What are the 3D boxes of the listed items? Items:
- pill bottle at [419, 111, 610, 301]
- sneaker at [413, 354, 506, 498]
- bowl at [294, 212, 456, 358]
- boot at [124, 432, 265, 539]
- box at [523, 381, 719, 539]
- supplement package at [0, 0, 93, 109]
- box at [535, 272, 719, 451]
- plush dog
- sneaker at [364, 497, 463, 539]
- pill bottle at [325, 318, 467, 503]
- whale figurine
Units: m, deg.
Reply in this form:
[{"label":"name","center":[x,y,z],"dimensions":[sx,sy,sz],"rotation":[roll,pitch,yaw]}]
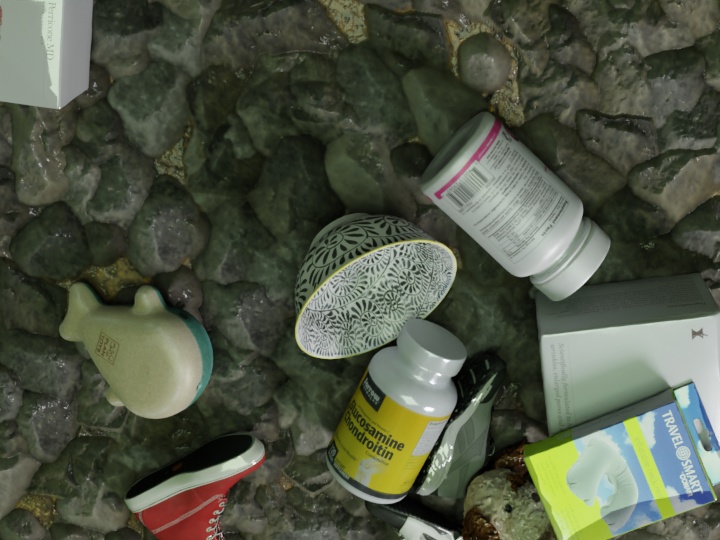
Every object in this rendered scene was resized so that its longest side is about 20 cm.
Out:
[{"label":"pill bottle","center":[0.171,-0.067,1.394],"dimensions":[0.200,0.114,0.113],"rotation":[42,107,-11]},{"label":"sneaker","center":[0.129,0.186,1.516],"dimensions":[0.078,0.074,0.202],"rotation":[17,115,-14]},{"label":"bowl","center":[0.000,0.000,1.424],"dimensions":[0.198,0.095,0.202],"rotation":[-21,148,-14]},{"label":"boot","center":[-0.175,0.292,1.573],"dimensions":[0.198,0.073,0.145],"rotation":[-27,106,21]},{"label":"box","center":[0.288,0.213,1.374],"dimensions":[0.198,0.048,0.123],"rotation":[-23,97,13]},{"label":"supplement package","center":[-0.398,-0.255,1.366],"dimensions":[0.197,0.120,0.123],"rotation":[8,109,1]},{"label":"box","center":[0.305,0.126,1.443],"dimensions":[0.197,0.131,0.202],"rotation":[-7,109,6]},{"label":"plush dog","center":[0.196,0.304,1.506],"dimensions":[0.171,0.200,0.161],"rotation":[40,129,-5]},{"label":"sneaker","center":[0.083,0.342,1.560],"dimensions":[0.198,0.074,0.089],"rotation":[28,96,-5]},{"label":"pill bottle","center":[0.045,0.161,1.481],"dimensions":[0.111,0.112,0.202],"rotation":[24,112,-5]},{"label":"whale figurine","center":[-0.260,0.085,1.503],"dimensions":[0.198,0.103,0.161],"rotation":[27,112,20]}]
